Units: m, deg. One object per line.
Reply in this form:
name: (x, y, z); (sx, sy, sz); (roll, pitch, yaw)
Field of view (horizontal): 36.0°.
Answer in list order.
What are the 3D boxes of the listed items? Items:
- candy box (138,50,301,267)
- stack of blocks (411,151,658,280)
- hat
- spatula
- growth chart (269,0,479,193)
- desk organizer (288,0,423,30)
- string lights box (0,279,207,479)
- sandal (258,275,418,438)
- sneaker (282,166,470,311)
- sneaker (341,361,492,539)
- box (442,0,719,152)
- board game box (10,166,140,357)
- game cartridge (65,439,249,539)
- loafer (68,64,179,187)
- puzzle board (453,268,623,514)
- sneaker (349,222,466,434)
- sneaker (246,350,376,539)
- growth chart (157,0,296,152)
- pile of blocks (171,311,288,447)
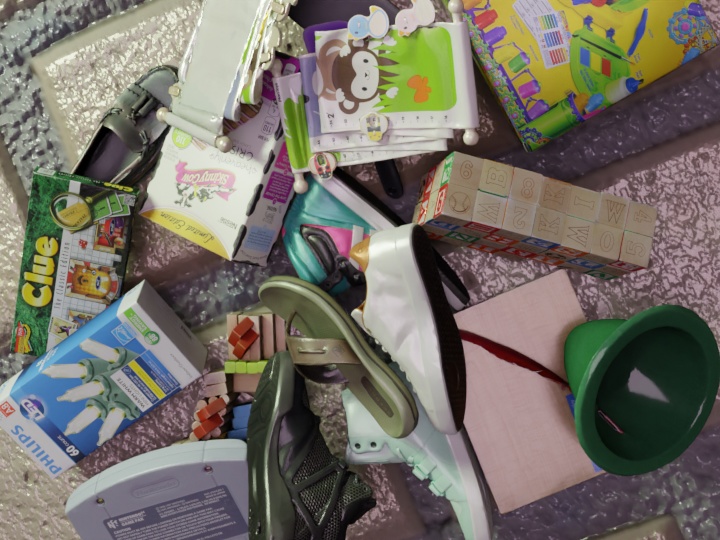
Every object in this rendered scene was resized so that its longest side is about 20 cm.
candy box: (-0.122, -0.121, 1.085); (0.136, 0.061, 0.201); (24, 97, 32)
stack of blocks: (0.158, -0.046, 1.034); (0.199, 0.115, 0.059); (14, 81, -9)
hat: (0.219, 0.080, 1.073); (0.200, 0.176, 0.166); (40, 86, -34)
spatula: (0.004, -0.147, 1.055); (0.056, 0.021, 0.201); (-7, 132, 23)
growth chart: (0.011, -0.158, 0.987); (0.199, 0.018, 0.146); (-11, 106, 21)
desk organizer: (-0.011, -0.245, 1.076); (0.200, 0.077, 0.072); (40, 98, 5)
string lights box: (-0.265, 0.111, 1.123); (0.199, 0.059, 0.103); (-35, 109, 12)
sandal: (-0.028, 0.082, 1.035); (0.057, 0.080, 0.201); (-36, 74, -26)
sneaker: (0.000, 0.000, 1.085); (0.200, 0.084, 0.121); (41, 102, 0)
sneaker: (0.052, 0.190, 1.090); (0.118, 0.074, 0.202); (-23, 84, 7)
box: (0.182, -0.248, 1.001); (0.192, 0.122, 0.201); (-29, 103, 9)
board game box: (-0.289, 0.001, 1.119); (0.104, 0.023, 0.201); (12, 113, -4)
game cartridge: (-0.187, 0.241, 1.121); (0.199, 0.041, 0.134); (-17, 122, 9)
loafer: (-0.243, -0.122, 1.125); (0.072, 0.063, 0.201); (37, 98, 7)
puzzle board: (0.169, 0.119, 1.092); (0.150, 0.017, 0.201); (-22, 90, 3)
sneaker: (0.043, 0.059, 1.032); (0.084, 0.073, 0.201); (-12, 99, 23)
sneaker: (-0.048, 0.179, 1.066); (0.113, 0.076, 0.201); (7, 66, -27)
growth chart: (-0.117, -0.208, 1.016); (0.145, 0.018, 0.201); (36, 106, 44)
pile of blocks: (-0.129, 0.133, 1.121); (0.082, 0.062, 0.201); (23, 96, 7)
